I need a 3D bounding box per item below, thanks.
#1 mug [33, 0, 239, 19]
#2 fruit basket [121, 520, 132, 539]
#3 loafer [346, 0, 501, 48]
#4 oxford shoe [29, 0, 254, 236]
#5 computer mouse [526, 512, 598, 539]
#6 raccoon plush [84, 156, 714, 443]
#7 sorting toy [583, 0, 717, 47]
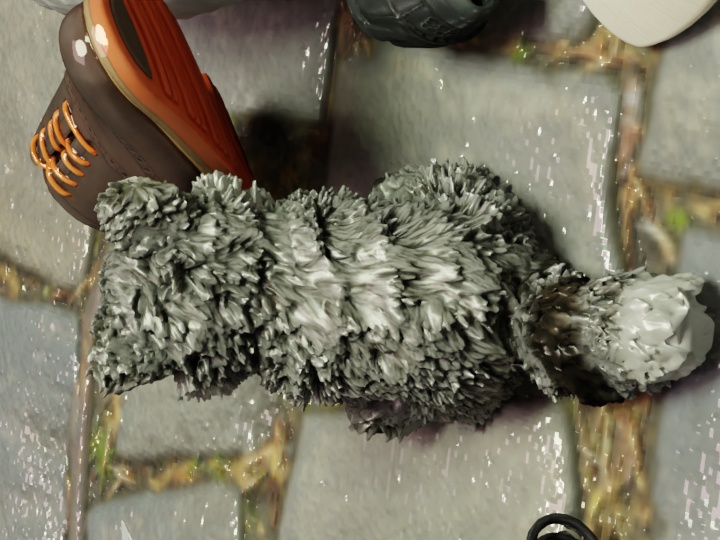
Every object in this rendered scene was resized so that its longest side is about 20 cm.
[{"bbox_3d":[-0.099,-0.185,0.895,0.200,0.148,0.175,51,155,-16],"label":"mug"},{"bbox_3d":[-0.029,0.200,0.806,0.186,0.093,0.201,97,151,-59],"label":"fruit basket"},{"bbox_3d":[0.022,-0.177,0.817,0.070,0.068,0.202,-4,91,62],"label":"loafer"},{"bbox_3d":[-0.085,-0.045,0.864,0.200,0.072,0.072,65,-177,-74],"label":"oxford shoe"},{"bbox_3d":[0.007,0.158,0.717,0.046,0.199,0.141,-43,61,53],"label":"computer mouse"},{"bbox_3d":[0.000,0.000,0.779,0.200,0.133,0.097,-17,73,53],"label":"raccoon plush"},{"bbox_3d":[0.090,-0.166,0.722,0.180,0.106,0.201,111,145,-55],"label":"sorting toy"}]
